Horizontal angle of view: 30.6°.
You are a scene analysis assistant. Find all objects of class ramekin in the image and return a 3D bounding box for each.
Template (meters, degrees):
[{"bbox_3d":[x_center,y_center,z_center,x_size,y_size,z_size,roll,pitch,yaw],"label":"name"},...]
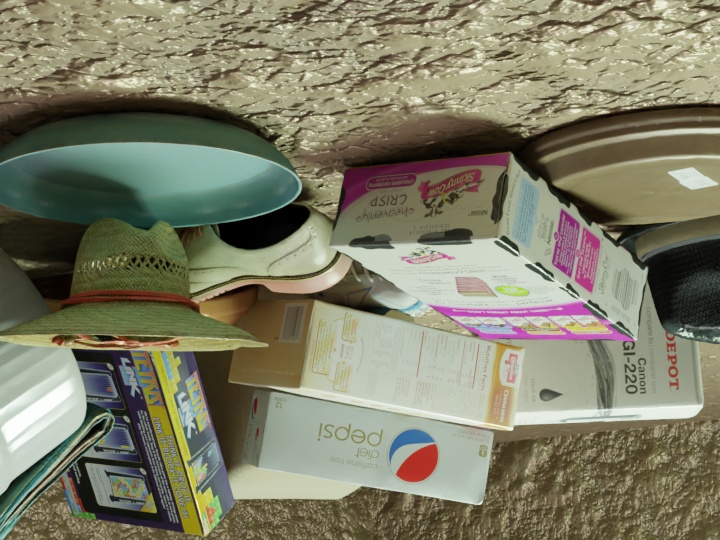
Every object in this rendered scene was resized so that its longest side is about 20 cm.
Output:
[{"bbox_3d":[-0.299,0.069,1.019,0.097,0.201,0.200,-32,-176,-29],"label":"ramekin"}]

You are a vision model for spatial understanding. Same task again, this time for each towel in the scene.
[{"bbox_3d":[-0.300,0.161,1.116,0.199,0.147,0.022,1,132,54],"label":"towel"}]

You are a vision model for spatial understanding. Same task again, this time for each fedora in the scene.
[{"bbox_3d":[0.303,0.007,1.048,0.199,0.092,0.201,-5,166,-1],"label":"fedora"}]

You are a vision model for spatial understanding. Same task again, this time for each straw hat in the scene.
[{"bbox_3d":[-0.157,0.008,0.895,0.199,0.086,0.201,2,173,0],"label":"straw hat"}]

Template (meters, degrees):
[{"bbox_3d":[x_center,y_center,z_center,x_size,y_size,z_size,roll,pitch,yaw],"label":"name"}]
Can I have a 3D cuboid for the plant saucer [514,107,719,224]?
[{"bbox_3d":[0.199,-0.064,0.875,0.198,0.030,0.200,-1,167,0],"label":"plant saucer"}]

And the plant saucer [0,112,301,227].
[{"bbox_3d":[-0.136,-0.062,0.830,0.198,0.028,0.200,-2,168,0],"label":"plant saucer"}]

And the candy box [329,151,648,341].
[{"bbox_3d":[0.093,-0.010,0.905,0.136,0.061,0.200,-2,159,38],"label":"candy box"}]

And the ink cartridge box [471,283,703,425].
[{"bbox_3d":[0.201,0.062,1.189,0.198,0.147,0.085,-3,168,2],"label":"ink cartridge box"}]

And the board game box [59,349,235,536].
[{"bbox_3d":[-0.216,0.137,1.207,0.164,0.201,0.057,2,-153,29],"label":"board game box"}]

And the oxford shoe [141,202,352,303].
[{"bbox_3d":[-0.108,-0.024,0.964,0.198,0.071,0.074,-6,146,18],"label":"oxford shoe"}]

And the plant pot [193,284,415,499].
[{"bbox_3d":[-0.045,0.106,1.285,0.199,0.201,0.176,9,155,-42],"label":"plant pot"}]

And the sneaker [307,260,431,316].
[{"bbox_3d":[0.000,0.000,1.051,0.086,0.076,0.200,9,165,-22],"label":"sneaker"}]

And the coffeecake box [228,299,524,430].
[{"bbox_3d":[0.012,0.079,1.105,0.199,0.074,0.153,14,171,-26],"label":"coffeecake box"}]

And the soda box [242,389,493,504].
[{"bbox_3d":[0.006,0.148,1.102,0.198,0.064,0.068,11,173,-15],"label":"soda box"}]

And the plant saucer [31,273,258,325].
[{"bbox_3d":[-0.183,0.029,1.085,0.198,0.038,0.200,0,-173,0],"label":"plant saucer"}]
